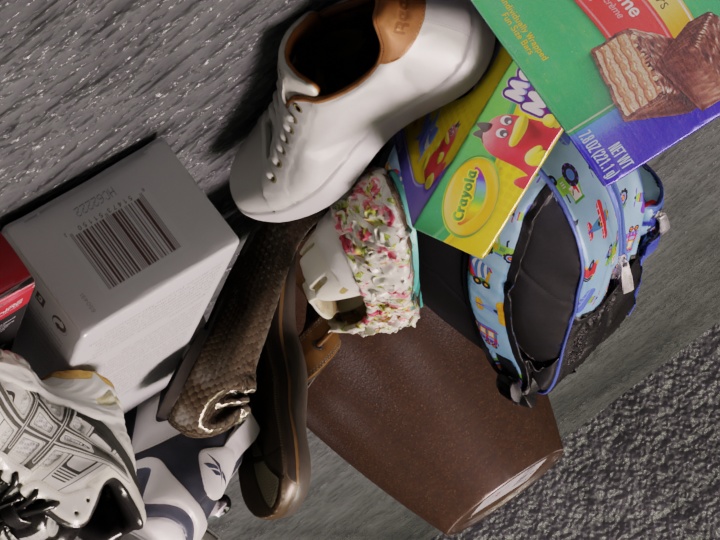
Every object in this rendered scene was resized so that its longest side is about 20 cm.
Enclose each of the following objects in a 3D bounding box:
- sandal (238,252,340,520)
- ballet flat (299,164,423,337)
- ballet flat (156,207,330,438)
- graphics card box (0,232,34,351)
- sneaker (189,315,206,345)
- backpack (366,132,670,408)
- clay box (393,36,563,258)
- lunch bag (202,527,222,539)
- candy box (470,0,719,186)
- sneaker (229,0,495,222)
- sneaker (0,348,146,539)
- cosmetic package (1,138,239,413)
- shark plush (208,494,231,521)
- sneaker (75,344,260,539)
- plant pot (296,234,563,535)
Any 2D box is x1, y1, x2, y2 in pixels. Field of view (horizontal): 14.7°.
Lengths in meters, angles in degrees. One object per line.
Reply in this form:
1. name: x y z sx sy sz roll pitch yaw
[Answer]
1. sandal: -0.037 0.053 1.607 0.054 0.200 0.082 9 141 -20
2. ballet flat: 0.000 0.000 1.507 0.064 0.076 0.200 -19 164 -3
3. ballet flat: -0.052 0.012 1.542 0.200 0.046 0.067 -63 -179 -35
4. graphics card box: -0.234 0.056 1.365 0.125 0.051 0.200 -31 166 -25
5. sneaker: -0.129 0.102 1.752 0.076 0.091 0.200 -31 169 -31
6. backpack: 0.086 -0.050 1.593 0.135 0.183 0.200 -40 159 -24
7. clay box: 0.085 -0.118 1.391 0.200 0.048 0.115 -61 -163 22
8. lunch bag: -0.193 0.224 1.812 0.200 0.140 0.168 -16 172 23
9. candy box: 0.145 -0.162 1.241 0.200 0.169 0.077 -33 -163 13
10. sneaker: -0.023 -0.092 1.407 0.085 0.073 0.200 14 145 -33
11. sneaker: -0.165 0.092 1.323 0.076 0.088 0.200 -31 160 26
12. cosmetic package: -0.140 0.022 1.449 0.101 0.071 0.200 -32 167 -26
13. shark plush: -0.173 0.163 1.936 0.200 0.091 0.083 -41 -161 0
14. sneaker: -0.137 0.095 1.599 0.199 0.080 0.130 6 -135 50
15. plant pot: 0.037 0.062 1.798 0.187 0.200 0.187 -35 168 -9
